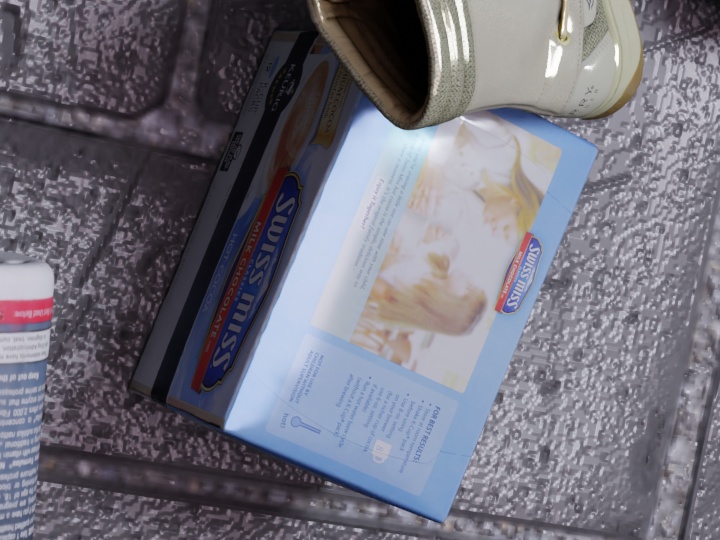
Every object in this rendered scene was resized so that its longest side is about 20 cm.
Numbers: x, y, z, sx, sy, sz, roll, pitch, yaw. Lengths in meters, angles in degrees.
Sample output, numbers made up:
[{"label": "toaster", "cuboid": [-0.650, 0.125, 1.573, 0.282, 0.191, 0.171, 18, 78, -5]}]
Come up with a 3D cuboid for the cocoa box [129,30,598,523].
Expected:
[{"label": "cocoa box", "cuboid": [0.000, 0.000, 1.218, 0.133, 0.131, 0.201, 25, 85, -25]}]

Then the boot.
[{"label": "boot", "cuboid": [0.036, -0.158, 1.133, 0.154, 0.072, 0.201, -9, 74, -46]}]

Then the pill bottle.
[{"label": "pill bottle", "cuboid": [-0.205, 0.091, 1.139, 0.119, 0.119, 0.201, 3, 94, -25]}]
